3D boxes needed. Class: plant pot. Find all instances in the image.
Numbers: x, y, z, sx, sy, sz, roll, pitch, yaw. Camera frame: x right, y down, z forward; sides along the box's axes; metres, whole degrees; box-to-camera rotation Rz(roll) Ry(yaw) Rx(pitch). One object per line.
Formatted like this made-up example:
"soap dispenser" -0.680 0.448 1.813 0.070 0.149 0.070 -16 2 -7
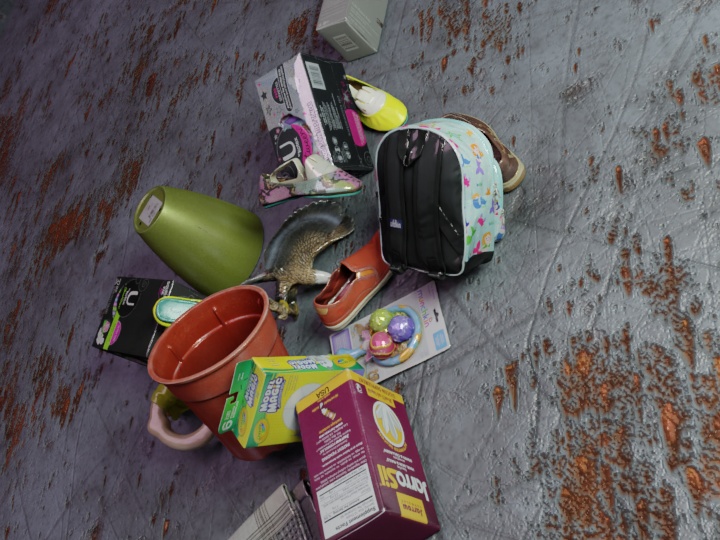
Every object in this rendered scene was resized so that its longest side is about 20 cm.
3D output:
"plant pot" -0.315 -0.071 1.390 0.185 0.199 0.190 -21 54 31
"plant pot" -0.178 0.162 1.110 0.198 0.197 0.202 -22 30 13

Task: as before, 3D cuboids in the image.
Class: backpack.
"backpack" 0.108 -0.108 1.032 0.176 0.149 0.204 11 118 45

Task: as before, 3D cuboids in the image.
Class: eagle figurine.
"eagle figurine" -0.094 -0.019 1.223 0.151 0.149 0.203 16 89 56

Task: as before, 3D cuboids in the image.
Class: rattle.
"rattle" -0.253 0.257 1.278 0.196 0.144 0.132 5 59 5

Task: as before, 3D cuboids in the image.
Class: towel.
"towel" -0.119 0.424 1.055 0.200 0.034 0.194 -43 45 15

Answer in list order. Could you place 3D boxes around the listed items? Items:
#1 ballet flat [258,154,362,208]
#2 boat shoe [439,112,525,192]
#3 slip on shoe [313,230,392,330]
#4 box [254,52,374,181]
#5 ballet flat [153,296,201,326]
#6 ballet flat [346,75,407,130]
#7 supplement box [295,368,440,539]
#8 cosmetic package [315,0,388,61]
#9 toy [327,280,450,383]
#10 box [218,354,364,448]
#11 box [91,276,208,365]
"ballet flat" -0.088 -0.144 1.180 0.197 0.069 0.072 -5 104 35
"boat shoe" 0.167 -0.193 1.116 0.072 0.072 0.201 -46 45 12
"slip on shoe" 0.000 0.000 1.157 0.201 0.061 0.074 -51 41 -9
"box" -0.080 -0.247 1.272 0.113 0.131 0.203 -21 84 33
"ballet flat" -0.259 0.086 1.293 0.067 0.196 0.068 122 157 -68
"ballet flat" 0.005 -0.305 1.328 0.067 0.067 0.200 -53 44 4
"supplement box" 0.006 0.252 0.969 0.103 0.130 0.202 -35 49 21
"cosmetic package" -0.008 -0.523 1.436 0.089 0.106 0.204 -3 67 41
"toy" 0.029 0.099 1.095 0.198 0.047 0.117 -32 50 26
"box" -0.095 0.178 1.031 0.048 0.197 0.119 37 116 47
"box" -0.387 0.103 1.412 0.198 0.124 0.151 3 70 42
